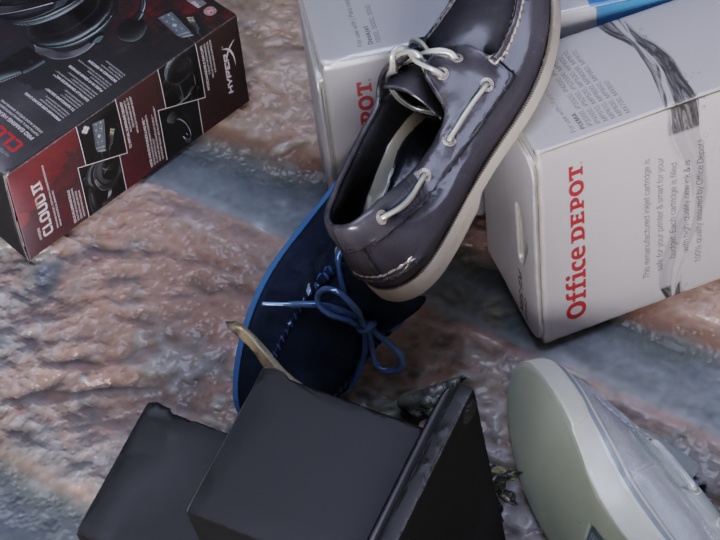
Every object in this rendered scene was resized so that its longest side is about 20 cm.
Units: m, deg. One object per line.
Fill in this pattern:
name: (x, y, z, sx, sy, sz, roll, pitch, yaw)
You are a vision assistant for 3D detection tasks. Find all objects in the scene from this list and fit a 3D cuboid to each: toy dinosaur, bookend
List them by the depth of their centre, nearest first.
bookend: (-0.043, 0.110, 0.947, 0.198, 0.199, 0.093, 18, 62, 21)
toy dinosaur: (0.025, 0.080, 0.982, 0.088, 0.200, 0.048, 4, 65, 42)

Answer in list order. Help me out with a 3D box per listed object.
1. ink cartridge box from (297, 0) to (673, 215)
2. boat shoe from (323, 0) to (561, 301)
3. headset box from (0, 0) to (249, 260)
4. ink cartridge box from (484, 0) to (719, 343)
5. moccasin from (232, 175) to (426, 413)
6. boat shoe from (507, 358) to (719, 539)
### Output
ink cartridge box: (0.069, -0.109, 1.168, 0.198, 0.145, 0.085, -13, 49, -5)
boat shoe: (0.040, -0.086, 1.031, 0.072, 0.063, 0.201, 8, 67, 46)
headset box: (-0.190, -0.110, 1.245, 0.199, 0.078, 0.148, -37, 55, -26)
ink cartridge box: (0.168, -0.065, 1.117, 0.198, 0.148, 0.083, -19, 47, -11)
moccasin: (0.000, 0.000, 1.080, 0.068, 0.080, 0.201, 25, 87, 47)
boat shoe: (0.140, 0.120, 1.021, 0.071, 0.070, 0.201, -7, 44, -26)
